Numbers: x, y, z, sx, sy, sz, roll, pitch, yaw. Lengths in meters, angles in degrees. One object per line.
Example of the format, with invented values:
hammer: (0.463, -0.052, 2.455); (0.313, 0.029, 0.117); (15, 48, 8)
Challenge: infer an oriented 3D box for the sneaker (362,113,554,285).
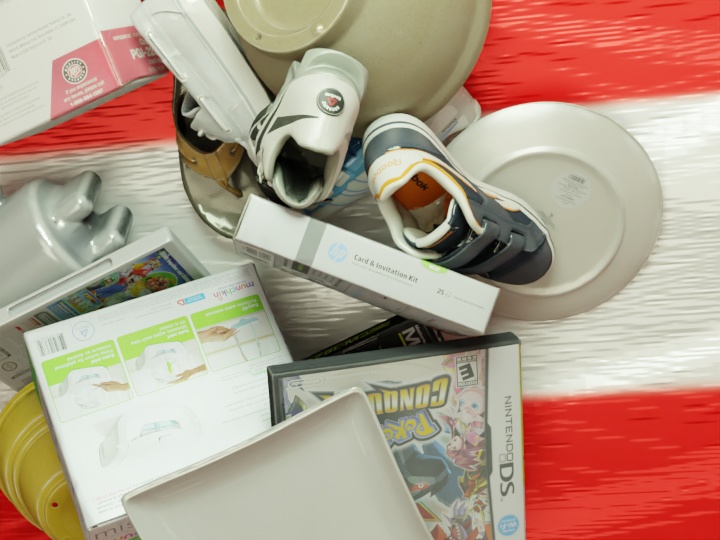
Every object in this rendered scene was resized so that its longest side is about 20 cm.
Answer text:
sneaker: (0.076, -0.032, 1.087); (0.200, 0.080, 0.078); (35, 123, -29)

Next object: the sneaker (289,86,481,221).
sneaker: (0.018, -0.088, 1.166); (0.087, 0.075, 0.200); (34, 122, -31)

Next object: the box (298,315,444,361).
box: (0.016, 0.157, 1.243); (0.193, 0.048, 0.201); (-27, 99, 12)

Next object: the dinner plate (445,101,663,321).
dinner plate: (0.148, -0.041, 1.155); (0.199, 0.024, 0.201); (0, 118, 0)

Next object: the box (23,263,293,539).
box: (-0.151, 0.113, 1.149); (0.199, 0.097, 0.177); (-18, 67, -17)

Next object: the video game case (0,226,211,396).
video game case: (-0.222, 0.042, 1.193); (0.199, 0.143, 0.018); (-26, 60, 4)

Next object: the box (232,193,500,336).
box: (0.000, 0.000, 1.107); (0.199, 0.156, 0.041); (22, 86, -2)

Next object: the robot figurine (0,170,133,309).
robot figurine: (-0.288, -0.001, 1.211); (0.200, 0.113, 0.170); (-34, 108, 15)

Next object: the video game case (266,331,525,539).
video game case: (0.032, 0.149, 1.103); (0.199, 0.026, 0.182); (-7, 107, -13)

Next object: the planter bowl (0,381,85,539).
planter bowl: (-0.226, 0.186, 1.233); (0.199, 0.084, 0.201); (-4, 122, -6)

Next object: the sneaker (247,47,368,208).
sneaker: (-0.051, -0.079, 1.050); (0.074, 0.200, 0.089); (16, 66, -6)

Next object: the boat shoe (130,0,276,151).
boat shoe: (-0.111, -0.140, 1.116); (0.068, 0.072, 0.200); (-28, 134, 7)

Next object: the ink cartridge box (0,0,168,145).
ink cartridge box: (-0.260, -0.218, 1.111); (0.145, 0.085, 0.201); (-19, 97, 26)

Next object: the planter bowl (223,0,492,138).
planter bowl: (-0.020, -0.208, 1.060); (0.199, 0.135, 0.201); (-3, 85, 32)

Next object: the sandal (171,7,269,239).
sandal: (-0.120, -0.121, 1.182); (0.081, 0.055, 0.201); (-2, 105, 10)

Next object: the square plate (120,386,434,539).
square plate: (-0.050, 0.208, 1.071); (0.197, 0.028, 0.201); (-25, 107, 0)
